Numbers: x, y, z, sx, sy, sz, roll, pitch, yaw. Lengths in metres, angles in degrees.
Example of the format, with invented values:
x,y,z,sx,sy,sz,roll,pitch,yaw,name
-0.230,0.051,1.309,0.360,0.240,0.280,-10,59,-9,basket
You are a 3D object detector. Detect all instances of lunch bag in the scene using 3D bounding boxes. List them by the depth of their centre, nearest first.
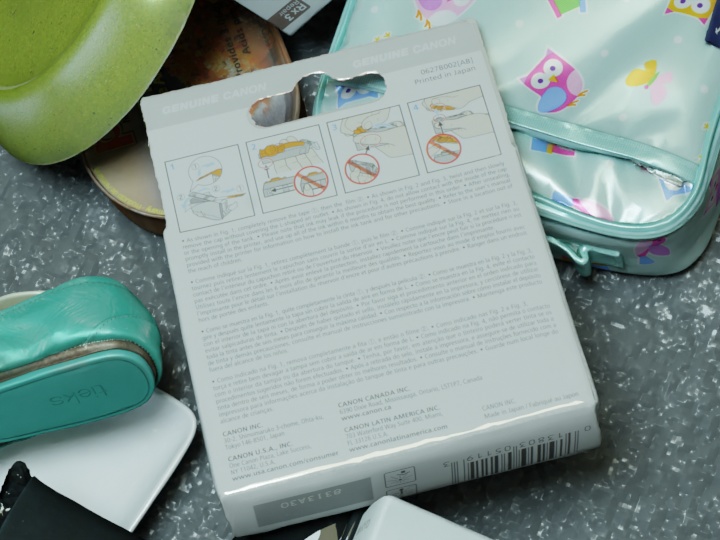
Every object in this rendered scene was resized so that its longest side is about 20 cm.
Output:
x,y,z,sx,sy,sz,roll,pitch,yaw,name
0.085,-0.086,0.952,0.199,0.077,0.161,15,71,17,lunch bag

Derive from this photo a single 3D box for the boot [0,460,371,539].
x,y,z,sx,sy,sz,roll,pitch,yaw,name
-0.083,0.129,0.879,0.161,0.073,0.199,22,77,1,boot

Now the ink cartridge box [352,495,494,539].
x,y,z,sx,sy,sz,roll,pitch,yaw,name
0.064,0.209,0.817,0.199,0.044,0.175,24,72,-5,ink cartridge box

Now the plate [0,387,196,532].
x,y,z,sx,sy,sz,roll,pitch,yaw,name
-0.200,0.110,0.950,0.199,0.032,0.201,26,75,20,plate

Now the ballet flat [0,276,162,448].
x,y,z,sx,sy,sz,roll,pitch,yaw,name
-0.184,0.053,0.927,0.199,0.068,0.071,-18,41,2,ballet flat

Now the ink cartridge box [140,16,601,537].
x,y,z,sx,sy,sz,roll,pitch,yaw,name
0.000,0.000,0.882,0.160,0.050,0.201,-14,58,-3,ink cartridge box

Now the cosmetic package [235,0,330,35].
x,y,z,sx,sy,sz,roll,pitch,yaw,name
-0.036,-0.225,0.985,0.113,0.081,0.201,-38,43,25,cosmetic package

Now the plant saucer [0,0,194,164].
x,y,z,sx,sy,sz,roll,pitch,yaw,name
-0.136,-0.150,0.970,0.199,0.031,0.202,-23,58,43,plant saucer

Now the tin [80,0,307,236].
x,y,z,sx,sy,sz,roll,pitch,yaw,name
-0.095,-0.107,1.018,0.111,0.042,0.201,-19,65,-2,tin
